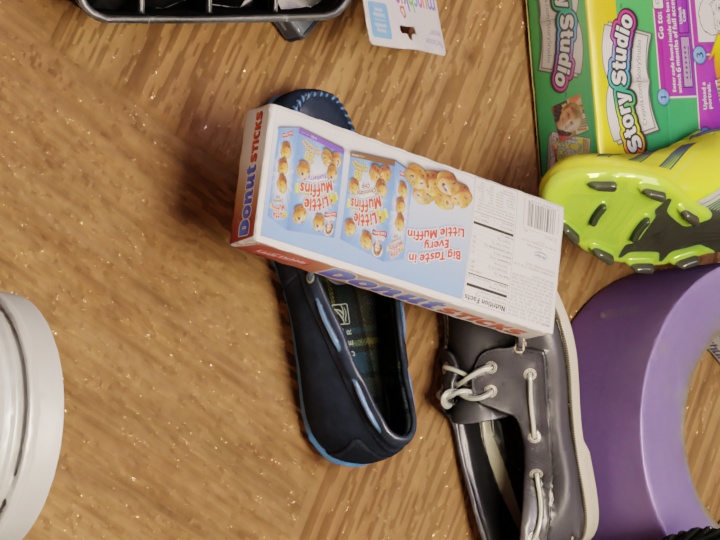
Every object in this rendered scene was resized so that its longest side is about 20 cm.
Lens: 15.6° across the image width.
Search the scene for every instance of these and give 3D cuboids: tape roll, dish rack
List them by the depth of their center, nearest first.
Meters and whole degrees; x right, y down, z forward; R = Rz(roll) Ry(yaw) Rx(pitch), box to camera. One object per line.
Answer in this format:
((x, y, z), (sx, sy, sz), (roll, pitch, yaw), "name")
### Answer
((-0.083, -0.225, 1.324), (0.153, 0.055, 0.201), (-4, 96, -28), "dish rack")
((0.206, 0.096, 1.521), (0.200, 0.085, 0.201), (5, 82, -37), "tape roll")

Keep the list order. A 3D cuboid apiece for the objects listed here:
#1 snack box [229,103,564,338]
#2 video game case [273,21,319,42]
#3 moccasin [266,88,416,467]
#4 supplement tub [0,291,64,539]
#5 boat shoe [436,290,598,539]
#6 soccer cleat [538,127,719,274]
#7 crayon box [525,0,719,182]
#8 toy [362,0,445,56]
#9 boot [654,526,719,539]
((0.023, -0.023, 1.342), (0.200, 0.024, 0.072), (18, 72, -36), "snack box")
((-0.053, -0.243, 1.396), (0.200, 0.019, 0.143), (52, 58, -23), "video game case")
((0.000, 0.000, 1.379), (0.080, 0.068, 0.201), (-15, 92, -36), "moccasin")
((-0.244, 0.059, 1.137), (0.200, 0.144, 0.145), (9, 80, -37), "supplement tub")
((0.077, 0.068, 1.432), (0.063, 0.073, 0.201), (-25, 105, -40), "boat shoe")
((0.181, -0.046, 1.474), (0.200, 0.065, 0.084), (2, 44, -26), "soccer cleat")
((0.178, -0.145, 1.540), (0.172, 0.058, 0.201), (-4, 89, -37), "crayon box")
((0.027, -0.219, 1.386), (0.115, 0.047, 0.201), (-4, 82, -68), "toy")
((0.203, 0.219, 1.436), (0.168, 0.200, 0.077), (39, 58, -25), "boot")
